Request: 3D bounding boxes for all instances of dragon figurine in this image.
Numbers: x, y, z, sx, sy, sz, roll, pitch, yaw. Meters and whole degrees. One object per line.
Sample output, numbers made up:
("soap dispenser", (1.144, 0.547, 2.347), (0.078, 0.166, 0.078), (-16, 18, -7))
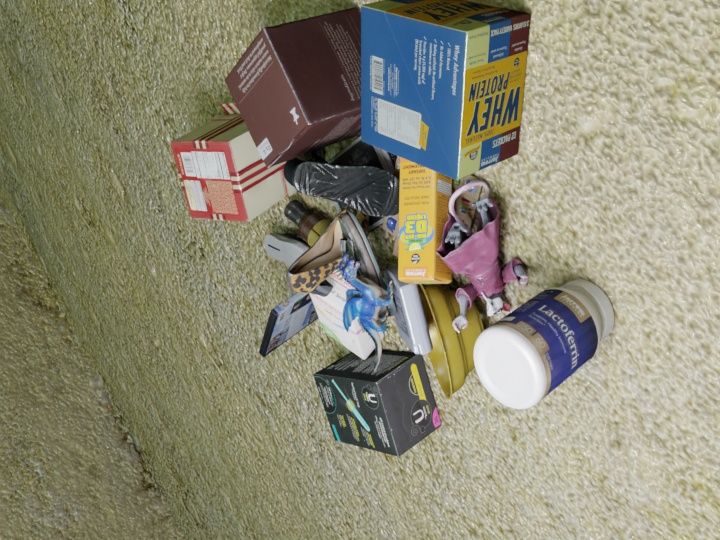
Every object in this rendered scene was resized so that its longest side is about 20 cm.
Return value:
("dragon figurine", (0.000, 0.064, 1.311), (0.059, 0.097, 0.204), (-88, 3, -60))

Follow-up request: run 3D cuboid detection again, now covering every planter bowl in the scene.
("planter bowl", (0.153, 0.099, 1.295), (0.200, 0.082, 0.205), (164, 91, -86))

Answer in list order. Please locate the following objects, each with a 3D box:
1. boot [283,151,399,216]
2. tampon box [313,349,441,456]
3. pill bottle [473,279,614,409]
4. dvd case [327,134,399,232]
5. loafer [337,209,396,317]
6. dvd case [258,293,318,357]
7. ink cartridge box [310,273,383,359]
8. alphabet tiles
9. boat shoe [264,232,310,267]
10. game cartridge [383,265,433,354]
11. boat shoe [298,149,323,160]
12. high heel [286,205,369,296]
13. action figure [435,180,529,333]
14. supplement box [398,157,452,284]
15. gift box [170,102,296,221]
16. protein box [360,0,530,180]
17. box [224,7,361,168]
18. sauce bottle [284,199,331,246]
("boot", (-0.030, -0.150, 1.353), (0.168, 0.196, 0.078), (-127, 49, -75))
("tampon box", (0.032, 0.246, 1.528), (0.198, 0.125, 0.153), (-1, 110, 51))
("pill bottle", (0.255, 0.093, 1.089), (0.115, 0.198, 0.118), (28, 131, 37))
("dvd case", (0.010, -0.152, 1.412), (0.199, 0.024, 0.153), (-27, 88, 54))
("loafer", (0.000, 0.000, 1.339), (0.203, 0.062, 0.072), (66, 173, -20))
("dvd case", (-0.111, 0.075, 1.548), (0.018, 0.199, 0.144), (42, 141, 16))
("ink cartridge box", (-0.031, 0.065, 1.488), (0.116, 0.067, 0.202), (31, 155, 31))
("alphabet tiles", (0.110, -0.090, 1.303), (0.166, 0.007, 0.203), (33, 128, 30))
("boat shoe", (-0.120, -0.042, 1.603), (0.199, 0.070, 0.074), (32, 133, 46))
("game cartridge", (0.078, 0.059, 1.357), (0.200, 0.040, 0.136), (-136, 27, -82))
("boat shoe", (-0.111, -0.237, 1.476), (0.072, 0.072, 0.203), (42, 138, 28))
("high heel", (-0.052, -0.049, 1.354), (0.071, 0.142, 0.203), (28, 94, 24))
("action figure", (0.177, -0.006, 1.215), (0.150, 0.132, 0.202), (-103, -13, -49))
("supplement box", (0.100, -0.082, 1.218), (0.065, 0.068, 0.205), (-2, 87, 30))
("gift box", (-0.251, -0.217, 1.568), (0.197, 0.186, 0.188), (11, 122, 31))
("protein box", (0.112, -0.264, 1.118), (0.198, 0.133, 0.202), (28, 130, 40))
("box", (-0.078, -0.296, 1.291), (0.165, 0.198, 0.167), (-29, 87, 54))
("sauce bottle", (-0.073, -0.068, 1.535), (0.200, 0.064, 0.066), (43, 139, 30))
